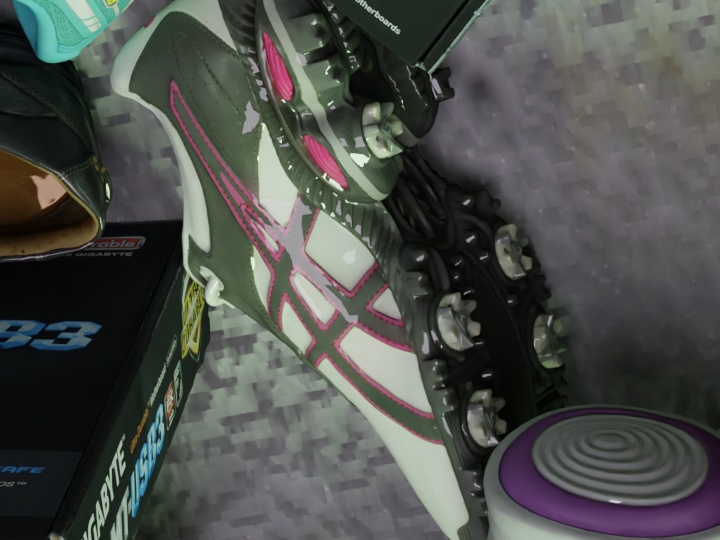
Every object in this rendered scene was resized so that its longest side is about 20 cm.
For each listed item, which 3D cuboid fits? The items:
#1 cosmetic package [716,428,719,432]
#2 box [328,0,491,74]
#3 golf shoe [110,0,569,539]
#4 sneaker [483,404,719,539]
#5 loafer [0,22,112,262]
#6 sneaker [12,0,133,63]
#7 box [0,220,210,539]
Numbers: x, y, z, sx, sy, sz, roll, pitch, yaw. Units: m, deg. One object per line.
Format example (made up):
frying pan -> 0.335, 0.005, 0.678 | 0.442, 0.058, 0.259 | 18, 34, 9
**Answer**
cosmetic package -> 0.133, 0.103, 0.829 | 0.102, 0.074, 0.200 | 43, 111, -10
box -> -0.017, -0.166, 0.700 | 0.200, 0.044, 0.160 | 39, 139, -2
golf shoe -> 0.000, 0.000, 0.813 | 0.088, 0.077, 0.201 | -15, 106, 32
sneaker -> 0.130, 0.098, 0.761 | 0.198, 0.075, 0.100 | 13, 128, 9
loafer -> -0.164, -0.035, 0.762 | 0.199, 0.072, 0.073 | -4, 123, -24
sneaker -> -0.134, -0.110, 0.729 | 0.199, 0.078, 0.080 | 22, 111, -38
box -> -0.156, 0.047, 0.776 | 0.198, 0.199, 0.050 | -1, 115, 9
